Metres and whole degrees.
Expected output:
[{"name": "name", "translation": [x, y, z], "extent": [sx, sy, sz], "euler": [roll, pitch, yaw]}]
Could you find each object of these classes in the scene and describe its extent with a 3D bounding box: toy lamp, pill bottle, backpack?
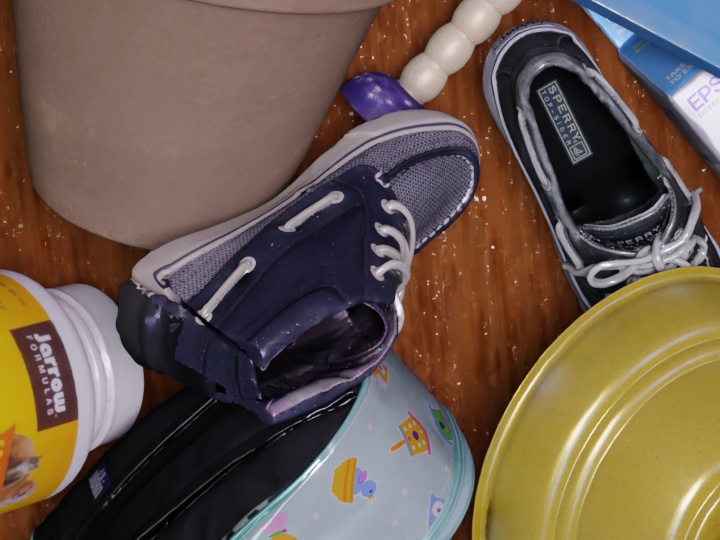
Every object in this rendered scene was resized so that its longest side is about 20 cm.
[{"name": "toy lamp", "translation": [0.075, -0.140, 0.932], "extent": [0.058, 0.058, 0.200], "euler": [44, 99, -4]}, {"name": "pill bottle", "translation": [-0.195, 0.062, 0.892], "extent": [0.109, 0.199, 0.110], "euler": [13, 110, 40]}, {"name": "backpack", "translation": [-0.039, 0.120, 0.910], "extent": [0.153, 0.176, 0.200], "euler": [39, 96, -18]}]

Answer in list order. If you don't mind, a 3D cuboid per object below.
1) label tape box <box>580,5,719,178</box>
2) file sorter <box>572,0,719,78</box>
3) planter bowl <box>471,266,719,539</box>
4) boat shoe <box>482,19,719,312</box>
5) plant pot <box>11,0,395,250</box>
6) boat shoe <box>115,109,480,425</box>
[{"name": "label tape box", "translation": [0.213, -0.100, 0.927], "extent": [0.143, 0.066, 0.200], "euler": [-40, 96, 6]}, {"name": "file sorter", "translation": [0.157, -0.207, 0.841], "extent": [0.138, 0.123, 0.201], "euler": [26, 81, -5]}, {"name": "planter bowl", "translation": [0.153, 0.106, 0.895], "extent": [0.199, 0.083, 0.202], "euler": [-14, 116, -29]}, {"name": "boat shoe", "translation": [0.124, -0.022, 0.918], "extent": [0.073, 0.068, 0.200], "euler": [-27, 112, 1]}, {"name": "plant pot", "translation": [-0.081, -0.110, 0.887], "extent": [0.198, 0.201, 0.176], "euler": [15, 116, 0]}, {"name": "boat shoe", "translation": [0.000, 0.000, 0.858], "extent": [0.199, 0.092, 0.075], "euler": [-33, 131, -30]}]
